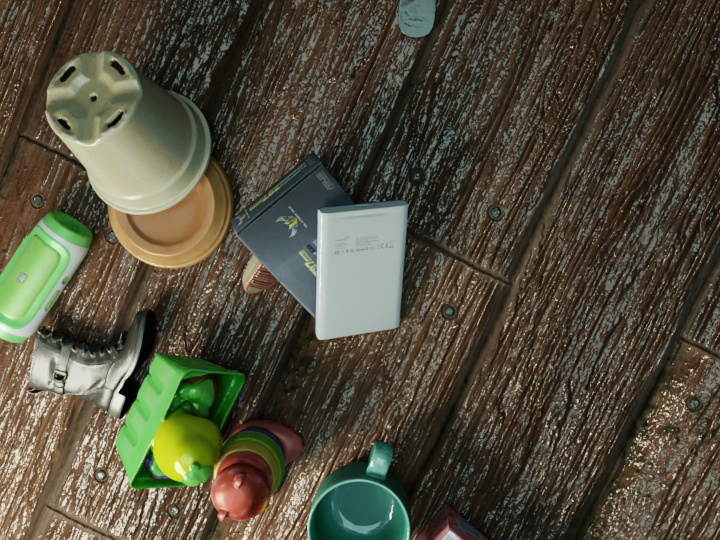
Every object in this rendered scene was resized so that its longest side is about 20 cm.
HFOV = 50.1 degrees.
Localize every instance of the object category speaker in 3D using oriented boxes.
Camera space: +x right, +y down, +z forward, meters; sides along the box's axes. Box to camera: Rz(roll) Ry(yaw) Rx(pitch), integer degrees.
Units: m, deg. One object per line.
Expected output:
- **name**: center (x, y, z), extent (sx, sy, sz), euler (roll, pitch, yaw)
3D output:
- **speaker**: center (-0.497, 0.010, 1.185), extent (0.088, 0.088, 0.200), euler (35, 96, 0)

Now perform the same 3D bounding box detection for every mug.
- **mug**: center (0.013, 0.360, 1.166), extent (0.185, 0.114, 0.152), euler (-39, 91, 5)

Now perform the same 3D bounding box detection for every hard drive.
- **hard drive**: center (0.000, 0.000, 1.123), extent (0.131, 0.025, 0.201), euler (-7, 118, -20)

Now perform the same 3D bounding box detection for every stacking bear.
- **stacking bear**: center (-0.163, 0.299, 1.128), extent (0.113, 0.200, 0.122), euler (32, 96, -1)

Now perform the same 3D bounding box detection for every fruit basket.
- **fruit basket**: center (-0.251, 0.240, 1.130), extent (0.214, 0.155, 0.217), euler (-8, 76, 32)

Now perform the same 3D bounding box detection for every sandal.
- **sandal**: center (0.089, -0.445, 1.127), extent (0.075, 0.045, 0.202), euler (3, 95, 4)

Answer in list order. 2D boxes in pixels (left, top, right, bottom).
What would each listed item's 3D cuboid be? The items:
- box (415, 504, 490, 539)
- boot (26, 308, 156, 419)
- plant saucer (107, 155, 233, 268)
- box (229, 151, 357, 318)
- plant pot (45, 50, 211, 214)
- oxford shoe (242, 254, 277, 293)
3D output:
- **box**: center (0.110, 0.478, 1.179), extent (0.102, 0.095, 0.200), euler (38, 96, 0)
- **boot**: center (-0.424, 0.127, 1.198), extent (0.173, 0.069, 0.201), euler (22, 98, 1)
- **plant saucer**: center (-0.297, -0.102, 1.186), extent (0.199, 0.037, 0.202), euler (0, 95, 3)
- **box**: center (-0.067, -0.047, 1.118), extent (0.157, 0.051, 0.200), euler (-38, 123, 2)
- **plant pot**: center (-0.335, -0.203, 1.078), extent (0.199, 0.184, 0.202), euler (-2, 75, 9)
- **oxford shoe**: center (-0.125, -0.056, 1.175), extent (0.074, 0.071, 0.200), euler (42, 101, 29)
